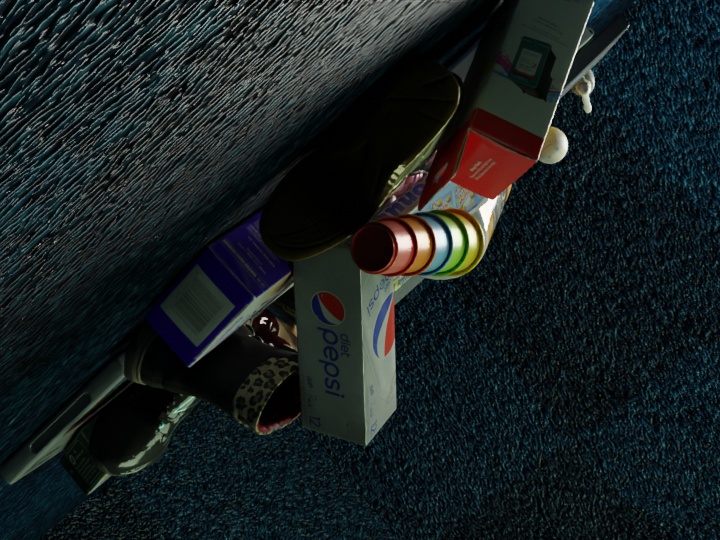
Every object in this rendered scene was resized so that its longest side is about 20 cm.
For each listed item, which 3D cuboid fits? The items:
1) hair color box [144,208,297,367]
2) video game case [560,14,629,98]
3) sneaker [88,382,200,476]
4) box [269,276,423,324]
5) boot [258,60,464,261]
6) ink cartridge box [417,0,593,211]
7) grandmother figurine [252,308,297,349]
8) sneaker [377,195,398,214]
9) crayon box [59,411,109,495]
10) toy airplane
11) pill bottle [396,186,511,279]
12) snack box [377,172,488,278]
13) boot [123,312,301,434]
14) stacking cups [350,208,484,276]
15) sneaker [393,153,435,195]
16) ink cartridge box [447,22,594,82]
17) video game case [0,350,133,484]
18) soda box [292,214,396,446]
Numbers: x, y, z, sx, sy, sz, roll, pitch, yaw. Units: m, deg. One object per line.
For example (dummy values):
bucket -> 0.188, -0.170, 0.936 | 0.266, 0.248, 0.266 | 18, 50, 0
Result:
hair color box -> -0.088, -0.006, 1.346 | 0.109, 0.065, 0.200 | -44, 179, 37
video game case -> 0.204, -0.189, 1.564 | 0.143, 0.019, 0.200 | -44, 178, 2
sneaker -> -0.190, 0.113, 1.492 | 0.200, 0.075, 0.079 | -47, 168, -34
box -> -0.005, -0.014, 1.753 | 0.200, 0.051, 0.157 | -41, -138, -20
boot -> 0.008, -0.090, 1.266 | 0.200, 0.072, 0.155 | -45, 180, 10
ink cartridge box -> 0.123, -0.140, 1.326 | 0.116, 0.067, 0.201 | 135, -22, -71
grandmother figurine -> -0.107, 0.062, 1.640 | 0.061, 0.121, 0.200 | -54, 152, -4
sneaker -> -0.018, -0.025, 1.540 | 0.071, 0.112, 0.200 | -51, -175, -38
crayon box -> -0.213, 0.139, 1.603 | 0.200, 0.052, 0.126 | -39, 177, -29
toy airplane -> 0.201, -0.190, 1.905 | 0.199, 0.141, 0.200 | -41, 178, -30
pill bottle -> 0.100, -0.088, 1.648 | 0.116, 0.116, 0.200 | -42, -169, 35
snack box -> 0.044, -0.038, 1.442 | 0.200, 0.024, 0.072 | -39, 145, -23
boot -> -0.101, 0.070, 1.411 | 0.200, 0.150, 0.074 | -32, 139, -50
stacking cups -> 0.041, -0.023, 1.266 | 0.060, 0.061, 0.200 | -42, 165, 19
sneaker -> 0.058, -0.132, 1.482 | 0.096, 0.079, 0.200 | -54, 176, 17
ink cartridge box -> 0.148, -0.199, 1.549 | 0.136, 0.076, 0.200 | -42, 177, -3
video game case -> -0.254, 0.122, 1.544 | 0.182, 0.023, 0.200 | -42, 177, 21
soda box -> -0.012, 0.048, 1.325 | 0.063, 0.068, 0.202 | -46, 141, -49
